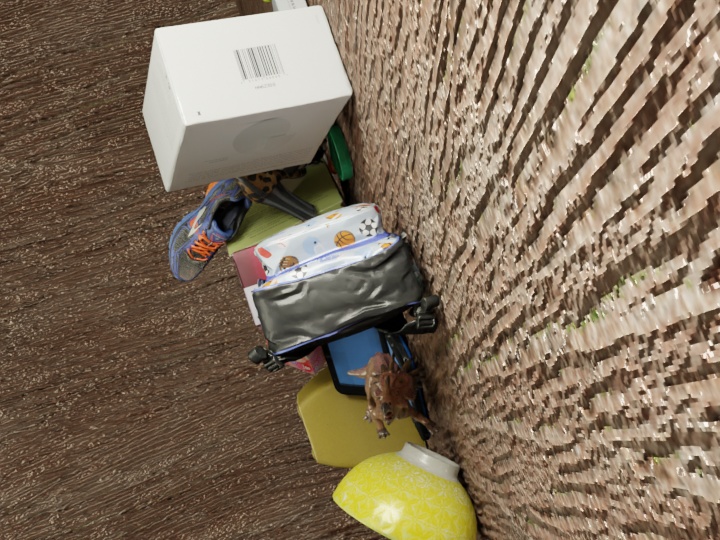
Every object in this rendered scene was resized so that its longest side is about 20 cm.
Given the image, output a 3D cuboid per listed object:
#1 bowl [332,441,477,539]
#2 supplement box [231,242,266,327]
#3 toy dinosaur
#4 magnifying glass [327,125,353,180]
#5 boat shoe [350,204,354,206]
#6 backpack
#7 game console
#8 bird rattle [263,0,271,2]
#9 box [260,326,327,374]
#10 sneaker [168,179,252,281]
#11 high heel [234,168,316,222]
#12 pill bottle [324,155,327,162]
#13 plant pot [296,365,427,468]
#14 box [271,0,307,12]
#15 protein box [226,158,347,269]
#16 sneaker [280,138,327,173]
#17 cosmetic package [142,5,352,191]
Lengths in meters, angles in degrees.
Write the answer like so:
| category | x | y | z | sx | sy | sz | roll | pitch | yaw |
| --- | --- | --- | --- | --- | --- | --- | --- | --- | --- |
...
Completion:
| category | x | y | z | sx | sy | sz | roll | pitch | yaw |
| --- | --- | --- | --- | --- | --- | --- | --- | --- | --- |
| bowl | 0.074 | 0.292 | 1.177 | 0.200 | 0.199 | 0.108 | 157 | 138 | -86 |
| supplement box | -0.065 | -0.004 | 1.216 | 0.061 | 0.199 | 0.109 | 173 | 78 | -85 |
| toy dinosaur | 0.039 | 0.159 | 1.252 | 0.200 | 0.086 | 0.136 | 48 | 157 | 55 |
| magnifying glass | -0.034 | -0.170 | 1.346 | 0.200 | 0.022 | 0.080 | 167 | 85 | -84 |
| boat shoe | 0.000 | 0.000 | 1.305 | 0.070 | 0.066 | 0.201 | 89 | 162 | -76 |
| backpack | -0.025 | 0.013 | 0.965 | 0.191 | 0.199 | 0.155 | 38 | -143 | -86 |
| game console | 0.019 | 0.170 | 1.408 | 0.171 | 0.118 | 0.201 | -116 | 8 | -48 |
| bird rattle | -0.154 | -0.453 | 1.177 | 0.200 | 0.112 | 0.164 | 98 | 170 | -74 |
| box | -0.069 | 0.063 | 1.504 | 0.094 | 0.200 | 0.103 | 17 | 140 | 31 |
| sneaker | -0.231 | -0.064 | 1.370 | 0.075 | 0.200 | 0.078 | 23 | -161 | -32 |
| high heel | -0.151 | -0.156 | 1.363 | 0.142 | 0.071 | 0.200 | 28 | -162 | -36 |
| pill bottle | -0.142 | -0.267 | 1.678 | 0.111 | 0.111 | 0.201 | 83 | 168 | -70 |
| plant pot | -0.010 | 0.259 | 1.651 | 0.194 | 0.199 | 0.196 | -156 | 48 | -84 |
| box | -0.081 | -0.299 | 1.239 | 0.200 | 0.041 | 0.157 | 103 | 148 | -84 |
| protein box | -0.114 | -0.071 | 1.476 | 0.135 | 0.198 | 0.200 | 63 | -179 | -37 |
| sneaker | -0.086 | -0.188 | 1.347 | 0.074 | 0.080 | 0.200 | -60 | 10 | 19 |
| cosmetic package | -0.143 | -0.201 | 1.064 | 0.123 | 0.199 | 0.200 | 71 | 158 | 12 |
